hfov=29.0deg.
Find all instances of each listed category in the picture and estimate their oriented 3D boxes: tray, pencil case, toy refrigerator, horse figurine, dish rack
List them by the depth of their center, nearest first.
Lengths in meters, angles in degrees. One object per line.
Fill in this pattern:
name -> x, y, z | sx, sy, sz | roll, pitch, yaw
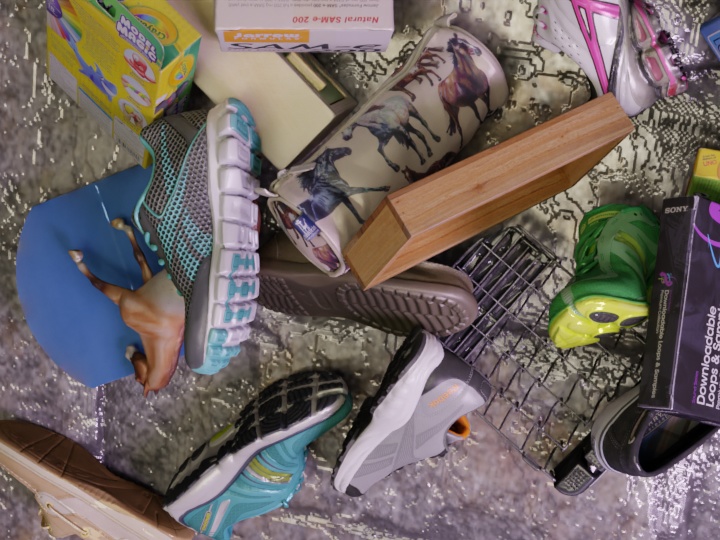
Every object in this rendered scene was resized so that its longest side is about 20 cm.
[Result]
tray -> 0.089, -0.057, 0.974 | 0.037, 0.200, 0.099 | 58, 153, 10
pencil case -> 0.020, -0.093, 1.015 | 0.200, 0.078, 0.089 | -47, 123, -9
toy refrigerator -> -0.097, -0.176, 1.062 | 0.070, 0.076, 0.200 | -43, 90, 19
dish rack -> 0.142, 0.067, 1.077 | 0.200, 0.055, 0.153 | 41, 108, 3
horse figurine -> -0.142, -0.005, 1.084 | 0.200, 0.050, 0.133 | -39, 76, 24

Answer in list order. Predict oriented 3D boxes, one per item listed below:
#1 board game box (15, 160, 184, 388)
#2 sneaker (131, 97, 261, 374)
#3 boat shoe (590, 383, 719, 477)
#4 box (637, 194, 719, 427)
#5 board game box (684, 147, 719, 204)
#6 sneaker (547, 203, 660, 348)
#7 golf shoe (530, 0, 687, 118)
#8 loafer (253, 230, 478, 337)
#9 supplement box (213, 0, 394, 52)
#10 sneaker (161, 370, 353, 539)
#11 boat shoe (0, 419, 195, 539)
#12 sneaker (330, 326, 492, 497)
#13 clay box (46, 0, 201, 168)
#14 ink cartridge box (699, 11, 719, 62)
board game box -> -0.186, 0.000, 1.150 | 0.199, 0.039, 0.158 | -20, 92, 15
sneaker -> -0.123, -0.024, 1.014 | 0.091, 0.078, 0.201 | -1, 80, 15
boat shoe -> 0.256, 0.080, 1.003 | 0.200, 0.066, 0.070 | -33, 108, -12
box -> 0.276, 0.042, 0.955 | 0.036, 0.200, 0.143 | -4, 73, 53
board game box -> 0.332, -0.046, 0.979 | 0.199, 0.096, 0.030 | 14, 81, 11
sneaker -> 0.171, 0.000, 0.979 | 0.074, 0.200, 0.084 | -25, 90, 28
golf shoe -> 0.154, -0.200, 0.996 | 0.092, 0.073, 0.200 | -25, 97, 20
loafer -> 0.000, 0.000, 1.064 | 0.199, 0.068, 0.076 | 9, 150, 25
supplement box -> -0.041, -0.259, 0.989 | 0.126, 0.074, 0.201 | 0, 87, -3
sneaker -> -0.076, 0.154, 1.153 | 0.080, 0.078, 0.200 | 42, 116, -18
boat shoe -> -0.243, 0.201, 1.192 | 0.200, 0.074, 0.069 | 31, 104, 5
sneaker -> 0.034, 0.127, 1.076 | 0.079, 0.074, 0.200 | 28, 140, -4
clay box -> -0.177, -0.165, 1.028 | 0.115, 0.200, 0.048 | 44, 67, 4
ink cartridge box -> 0.329, -0.148, 0.899 | 0.076, 0.200, 0.137 | -36, 94, -19
